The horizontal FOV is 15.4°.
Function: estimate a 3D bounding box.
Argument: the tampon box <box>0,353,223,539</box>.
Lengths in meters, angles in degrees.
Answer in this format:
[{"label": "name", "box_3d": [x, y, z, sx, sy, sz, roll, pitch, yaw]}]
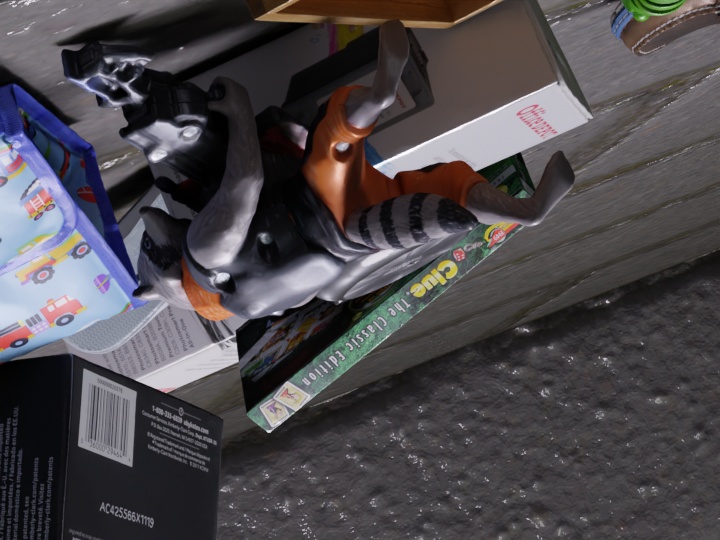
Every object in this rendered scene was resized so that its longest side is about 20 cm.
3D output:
[{"label": "tampon box", "box_3d": [-0.193, 0.126, 1.340, 0.200, 0.126, 0.150, -5, 162, 27]}]

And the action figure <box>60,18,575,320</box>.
[{"label": "action figure", "box_3d": [-0.037, -0.035, 1.155, 0.193, 0.105, 0.200, -27, 144, 37]}]

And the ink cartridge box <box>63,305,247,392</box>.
[{"label": "ink cartridge box", "box_3d": [-0.087, 0.012, 1.745, 0.200, 0.084, 0.146, -23, 174, 11]}]

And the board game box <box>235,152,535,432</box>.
[{"label": "board game box", "box_3d": [0.013, 0.002, 1.492, 0.200, 0.023, 0.105, -39, -159, 12]}]

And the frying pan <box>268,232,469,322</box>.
[{"label": "frying pan", "box_3d": [-0.009, 0.002, 1.416, 0.190, 0.031, 0.115, -35, 170, 34]}]

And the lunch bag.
[{"label": "lunch bag", "box_3d": [-0.200, -0.021, 1.183, 0.150, 0.094, 0.200, -23, 161, 3]}]

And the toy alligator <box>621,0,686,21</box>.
[{"label": "toy alligator", "box_3d": [0.144, -0.151, 1.347, 0.059, 0.054, 0.200, -22, 173, -4]}]

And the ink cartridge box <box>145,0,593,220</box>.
[{"label": "ink cartridge box", "box_3d": [0.003, -0.078, 1.323, 0.200, 0.086, 0.148, -25, 173, 7]}]

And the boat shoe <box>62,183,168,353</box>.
[{"label": "boat shoe", "box_3d": [-0.097, -0.032, 1.499, 0.200, 0.074, 0.067, -32, -158, 22]}]

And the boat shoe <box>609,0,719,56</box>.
[{"label": "boat shoe", "box_3d": [0.232, -0.160, 1.496, 0.200, 0.072, 0.072, -27, 172, 32]}]

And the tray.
[{"label": "tray", "box_3d": [0.033, -0.141, 1.135, 0.099, 0.037, 0.200, -26, 174, 24]}]
